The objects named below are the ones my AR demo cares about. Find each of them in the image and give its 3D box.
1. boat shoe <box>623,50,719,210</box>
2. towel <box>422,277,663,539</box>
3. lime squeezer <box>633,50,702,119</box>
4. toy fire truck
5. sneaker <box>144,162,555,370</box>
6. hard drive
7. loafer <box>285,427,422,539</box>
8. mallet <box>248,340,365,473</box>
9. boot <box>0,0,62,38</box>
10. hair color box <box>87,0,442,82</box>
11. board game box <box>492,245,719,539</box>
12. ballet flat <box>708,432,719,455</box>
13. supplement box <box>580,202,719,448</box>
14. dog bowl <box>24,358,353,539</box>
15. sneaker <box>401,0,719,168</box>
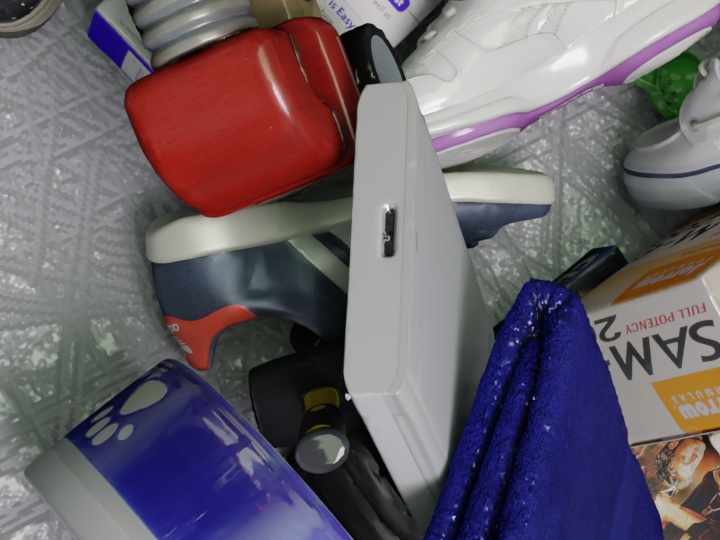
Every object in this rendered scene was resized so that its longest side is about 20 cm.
[{"bbox_3d":[0.189,-0.081,0.777,0.073,0.199,0.067,-39,104,-33],"label":"boat shoe"},{"bbox_3d":[0.081,0.118,0.717,0.049,0.201,0.149,1,51,23],"label":"towel"},{"bbox_3d":[0.188,-0.099,0.845,0.198,0.071,0.038,7,63,3],"label":"lime squeezer"},{"bbox_3d":[-0.057,-0.115,0.642,0.128,0.200,0.178,-20,91,20],"label":"toy fire truck"},{"bbox_3d":[0.000,0.000,0.804,0.198,0.075,0.085,-11,98,-10],"label":"sneaker"},{"bbox_3d":[0.029,0.034,0.703,0.026,0.200,0.133,-4,60,12],"label":"hard drive"},{"bbox_3d":[0.036,0.157,0.803,0.201,0.070,0.068,57,38,-1],"label":"loafer"},{"bbox_3d":[-0.006,0.056,0.686,0.065,0.200,0.042,-15,93,-8],"label":"mallet"},{"bbox_3d":[-0.140,-0.213,0.729,0.073,0.154,0.205,17,84,1],"label":"boot"},{"bbox_3d":[-0.022,-0.145,0.806,0.200,0.065,0.109,-45,97,-10],"label":"hair color box"},{"bbox_3d":[0.127,0.109,0.843,0.135,0.035,0.201,-36,96,-13],"label":"board game box"},{"bbox_3d":[0.259,0.084,0.846,0.198,0.072,0.073,-13,90,-30],"label":"ballet flat"},{"bbox_3d":[0.199,-0.002,0.796,0.199,0.126,0.074,-33,95,-31],"label":"supplement box"},{"bbox_3d":[-0.050,0.137,0.712,0.079,0.200,0.201,-39,96,-13],"label":"dog bowl"},{"bbox_3d":[0.064,-0.113,0.781,0.199,0.075,0.100,-26,86,-9],"label":"sneaker"}]
